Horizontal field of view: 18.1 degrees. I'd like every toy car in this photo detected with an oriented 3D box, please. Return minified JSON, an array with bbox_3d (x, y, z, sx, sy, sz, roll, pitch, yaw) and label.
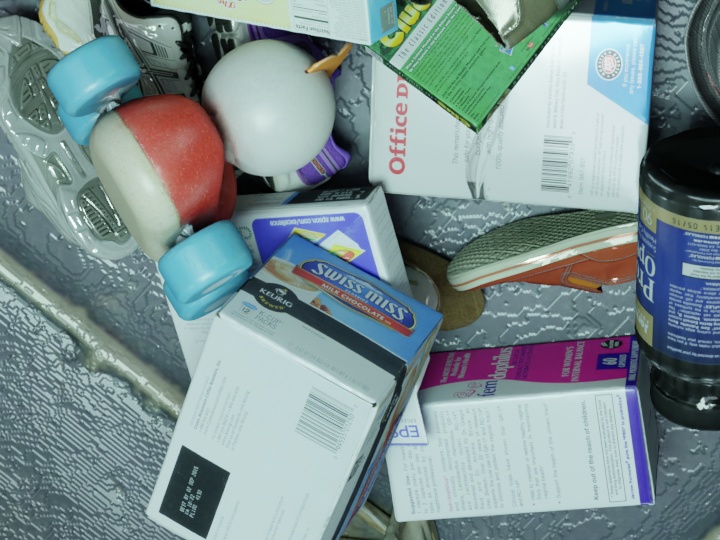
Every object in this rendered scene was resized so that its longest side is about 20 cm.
[{"bbox_3d":[-0.086,-0.097,1.583,0.200,0.177,0.185,-30,84,-7],"label":"toy car"}]

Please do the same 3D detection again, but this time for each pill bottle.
[{"bbox_3d":[0.252,0.009,1.607,0.111,0.112,0.201,3,122,8],"label":"pill bottle"}]

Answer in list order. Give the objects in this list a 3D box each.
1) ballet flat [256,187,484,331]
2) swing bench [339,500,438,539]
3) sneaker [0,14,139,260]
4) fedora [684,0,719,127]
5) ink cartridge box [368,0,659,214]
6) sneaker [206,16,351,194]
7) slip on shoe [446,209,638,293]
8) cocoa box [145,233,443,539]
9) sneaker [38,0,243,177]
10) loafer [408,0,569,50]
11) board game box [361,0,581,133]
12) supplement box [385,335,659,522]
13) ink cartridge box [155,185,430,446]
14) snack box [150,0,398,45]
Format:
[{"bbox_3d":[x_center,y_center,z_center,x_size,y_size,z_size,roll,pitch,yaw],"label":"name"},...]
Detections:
[{"bbox_3d":[0.000,0.000,1.717,0.200,0.072,0.068,29,112,-4],"label":"ballet flat"},{"bbox_3d":[-0.035,0.240,1.753,0.199,0.199,0.130,21,115,1],"label":"swing bench"},{"bbox_3d":[-0.240,-0.095,1.712,0.099,0.078,0.201,-8,108,61],"label":"sneaker"},{"bbox_3d":[0.328,-0.145,1.592,0.199,0.090,0.177,22,114,0],"label":"fedora"},{"bbox_3d":[0.111,-0.129,1.638,0.199,0.084,0.146,5,113,7],"label":"ink cartridge box"},{"bbox_3d":[-0.060,-0.159,1.674,0.083,0.081,0.201,-20,105,-14],"label":"sneaker"},{"bbox_3d":[0.163,-0.009,1.690,0.199,0.074,0.061,-12,113,9],"label":"slip on shoe"},{"bbox_3d":[-0.048,0.104,1.615,0.133,0.131,0.200,29,126,10],"label":"cocoa box"},{"bbox_3d":[-0.146,-0.152,1.677,0.088,0.076,0.200,-40,102,22],"label":"sneaker"},{"bbox_3d":[0.045,-0.219,1.527,0.200,0.075,0.070,33,85,7],"label":"loafer"},{"bbox_3d":[0.101,-0.204,1.569,0.105,0.023,0.200,38,85,7],"label":"board game box"},{"bbox_3d":[0.123,0.122,1.731,0.199,0.101,0.104,-7,111,12],"label":"supplement box"},{"bbox_3d":[-0.050,0.038,1.688,0.197,0.043,0.201,-2,114,29],"label":"ink cartridge box"},{"bbox_3d":[-0.068,-0.227,1.550,0.199,0.037,0.117,14,123,34],"label":"snack box"}]
